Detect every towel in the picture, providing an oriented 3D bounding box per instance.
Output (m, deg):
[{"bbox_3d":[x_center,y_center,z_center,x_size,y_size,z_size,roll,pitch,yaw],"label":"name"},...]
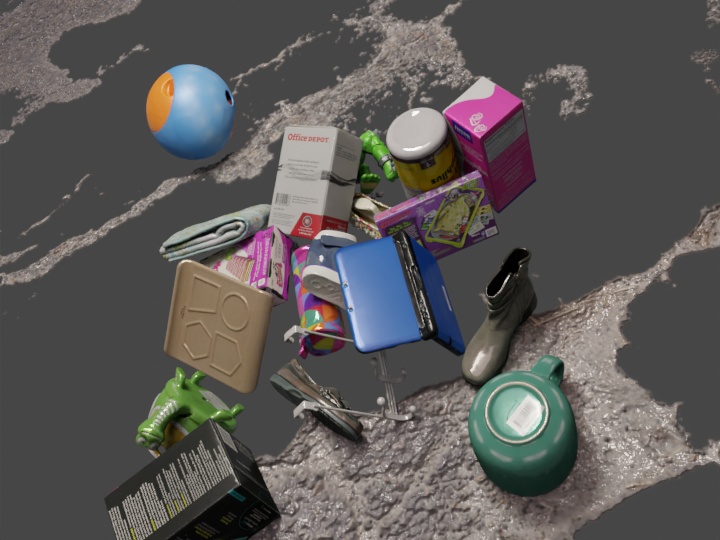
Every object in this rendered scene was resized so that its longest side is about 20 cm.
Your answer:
[{"bbox_3d":[-0.274,-0.079,1.370,0.195,0.049,0.171,-15,13,16],"label":"towel"}]

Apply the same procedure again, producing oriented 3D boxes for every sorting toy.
[{"bbox_3d":[-0.250,0.097,1.242,0.196,0.036,0.190,19,105,21],"label":"sorting toy"}]

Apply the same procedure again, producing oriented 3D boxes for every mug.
[{"bbox_3d":[0.225,0.207,0.990,0.148,0.115,0.189,-12,54,14],"label":"mug"}]

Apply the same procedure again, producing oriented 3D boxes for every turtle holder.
[{"bbox_3d":[-0.278,0.253,1.132,0.133,0.140,0.185,-53,11,0],"label":"turtle holder"}]

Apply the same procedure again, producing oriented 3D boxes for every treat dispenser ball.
[{"bbox_3d":[-0.374,-0.350,1.560,0.196,0.202,0.205,-11,54,15],"label":"treat dispenser ball"}]

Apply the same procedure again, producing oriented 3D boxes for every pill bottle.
[{"bbox_3d":[0.120,-0.179,1.240,0.106,0.201,0.112,-10,53,15],"label":"pill bottle"}]

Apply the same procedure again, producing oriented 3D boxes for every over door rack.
[{"bbox_3d":[-0.013,0.156,1.095,0.195,0.067,0.150,7,49,-22],"label":"over door rack"}]

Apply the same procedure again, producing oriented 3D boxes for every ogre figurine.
[{"bbox_3d":[-0.019,-0.200,1.384,0.199,0.097,0.123,-33,56,40],"label":"ogre figurine"}]

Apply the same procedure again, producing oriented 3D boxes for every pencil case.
[{"bbox_3d":[-0.079,0.053,1.242,0.086,0.089,0.204,-17,51,10],"label":"pencil case"}]

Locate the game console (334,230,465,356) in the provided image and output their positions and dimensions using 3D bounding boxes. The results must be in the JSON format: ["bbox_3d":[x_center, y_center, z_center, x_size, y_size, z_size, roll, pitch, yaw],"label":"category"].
[{"bbox_3d":[0.064,0.051,1.143,0.117,0.170,0.204,-30,53,22],"label":"game console"}]

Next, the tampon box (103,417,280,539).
[{"bbox_3d":[-0.252,0.356,1.062,0.198,0.151,0.127,-35,52,-4],"label":"tampon box"}]

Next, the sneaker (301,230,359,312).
[{"bbox_3d":[0.000,0.000,1.219,0.196,0.081,0.148,25,46,-7],"label":"sneaker"}]

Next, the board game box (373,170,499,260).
[{"bbox_3d":[0.133,-0.080,1.221,0.196,0.122,0.033,-22,34,5],"label":"board game box"}]

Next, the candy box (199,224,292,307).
[{"bbox_3d":[-0.221,0.017,1.303,0.197,0.061,0.139,-23,49,29],"label":"candy box"}]

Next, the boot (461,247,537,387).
[{"bbox_3d":[0.205,0.068,1.083,0.067,0.131,0.202,23,68,33],"label":"boot"}]

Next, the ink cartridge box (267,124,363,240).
[{"bbox_3d":[-0.086,-0.161,1.320,0.142,0.083,0.206,12,93,41],"label":"ink cartridge box"}]

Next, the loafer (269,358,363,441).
[{"bbox_3d":[-0.066,0.203,1.144,0.197,0.073,0.063,25,63,35],"label":"loafer"}]

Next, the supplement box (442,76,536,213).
[{"bbox_3d":[0.228,-0.215,1.221,0.103,0.201,0.101,-39,51,-8],"label":"supplement box"}]

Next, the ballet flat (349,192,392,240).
[{"bbox_3d":[0.041,-0.092,1.302,0.197,0.064,0.076,23,67,32],"label":"ballet flat"}]
